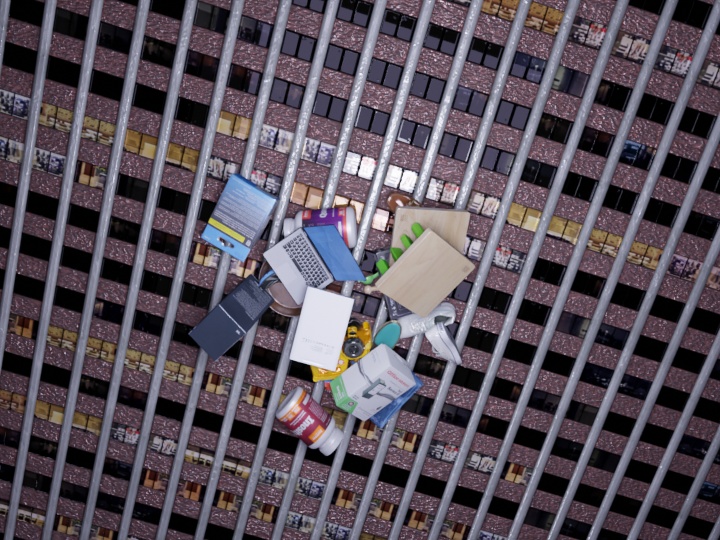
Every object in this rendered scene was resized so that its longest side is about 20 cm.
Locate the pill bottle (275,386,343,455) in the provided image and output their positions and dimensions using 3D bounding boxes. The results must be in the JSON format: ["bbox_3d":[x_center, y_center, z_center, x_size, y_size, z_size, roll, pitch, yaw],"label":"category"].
[{"bbox_3d":[-0.149,0.456,1.584,0.200,0.113,0.113,43,99,-7],"label":"pill bottle"}]

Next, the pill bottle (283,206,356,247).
[{"bbox_3d":[-0.110,-0.114,1.468,0.195,0.113,0.115,-4,102,2],"label":"pill bottle"}]

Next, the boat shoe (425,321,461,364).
[{"bbox_3d":[0.238,0.219,1.512,0.065,0.073,0.200,-23,143,12],"label":"boat shoe"}]

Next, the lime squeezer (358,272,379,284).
[{"bbox_3d":[0.000,0.000,1.527,0.196,0.038,0.072,12,101,0],"label":"lime squeezer"}]

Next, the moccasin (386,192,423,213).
[{"bbox_3d":[0.157,-0.146,1.472,0.201,0.078,0.074,42,99,-7],"label":"moccasin"}]

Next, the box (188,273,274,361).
[{"bbox_3d":[-0.352,0.127,1.462,0.148,0.200,0.107,-39,99,26],"label":"box"}]

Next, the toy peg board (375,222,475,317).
[{"bbox_3d":[0.156,-0.011,1.372,0.198,0.098,0.200,31,111,-37],"label":"toy peg board"}]

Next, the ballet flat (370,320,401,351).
[{"bbox_3d":[0.065,0.218,1.545,0.070,0.071,0.203,23,113,-3],"label":"ballet flat"}]

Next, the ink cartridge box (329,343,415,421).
[{"bbox_3d":[0.036,0.320,1.497,0.199,0.085,0.146,-39,132,14],"label":"ink cartridge box"}]

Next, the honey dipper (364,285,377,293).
[{"bbox_3d":[0.107,0.041,1.467,0.195,0.038,0.039,-8,101,-4],"label":"honey dipper"}]

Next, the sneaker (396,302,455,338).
[{"bbox_3d":[0.183,0.149,1.531,0.197,0.080,0.072,-21,102,7],"label":"sneaker"}]

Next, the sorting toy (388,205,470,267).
[{"bbox_3d":[0.175,-0.078,1.417,0.194,0.070,0.204,2,116,-8],"label":"sorting toy"}]

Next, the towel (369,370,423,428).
[{"bbox_3d":[0.086,0.372,1.594,0.111,0.049,0.200,42,100,-6],"label":"towel"}]

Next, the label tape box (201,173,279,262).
[{"bbox_3d":[-0.339,-0.150,1.491,0.143,0.063,0.202,30,101,-5],"label":"label tape box"}]

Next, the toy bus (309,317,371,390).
[{"bbox_3d":[-0.058,0.256,1.541,0.195,0.136,0.196,-8,114,0],"label":"toy bus"}]

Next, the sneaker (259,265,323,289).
[{"bbox_3d":[-0.192,0.018,1.484,0.196,0.071,0.084,-17,94,2],"label":"sneaker"}]

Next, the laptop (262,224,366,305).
[{"bbox_3d":[-0.121,-0.009,1.393,0.198,0.116,0.189,-34,119,-4],"label":"laptop"}]

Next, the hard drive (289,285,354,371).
[{"bbox_3d":[-0.105,0.156,1.426,0.129,0.027,0.204,15,96,-3],"label":"hard drive"}]

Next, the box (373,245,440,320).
[{"bbox_3d":[0.134,0.023,1.509,0.155,0.048,0.204,-15,101,-7],"label":"box"}]

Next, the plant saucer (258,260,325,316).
[{"bbox_3d":[-0.197,0.033,1.540,0.196,0.035,0.205,0,101,1],"label":"plant saucer"}]
